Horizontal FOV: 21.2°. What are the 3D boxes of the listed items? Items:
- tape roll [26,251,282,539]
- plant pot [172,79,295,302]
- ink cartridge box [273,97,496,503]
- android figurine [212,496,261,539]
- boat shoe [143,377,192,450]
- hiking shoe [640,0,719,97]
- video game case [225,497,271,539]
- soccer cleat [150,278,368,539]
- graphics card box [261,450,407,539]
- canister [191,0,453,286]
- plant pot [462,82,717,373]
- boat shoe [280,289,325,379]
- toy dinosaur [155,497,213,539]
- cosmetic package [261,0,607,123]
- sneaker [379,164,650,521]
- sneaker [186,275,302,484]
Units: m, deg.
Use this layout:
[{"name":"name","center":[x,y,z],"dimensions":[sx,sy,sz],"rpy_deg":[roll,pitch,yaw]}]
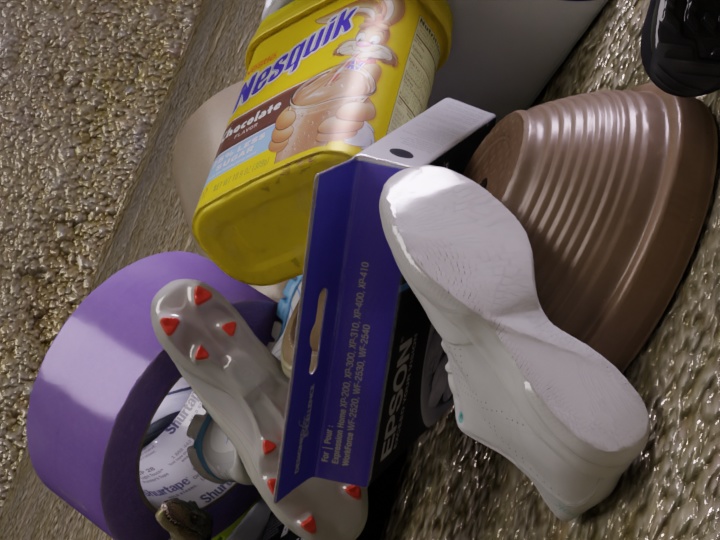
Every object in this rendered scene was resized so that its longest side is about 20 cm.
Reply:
[{"name":"tape roll","center":[-0.133,0.094,1.362],"dimensions":[0.085,0.200,0.201],"rpy_deg":[29,94,34]},{"name":"plant pot","center":[-0.048,-0.020,1.517],"dimensions":[0.188,0.186,0.201],"rpy_deg":[-54,32,36]},{"name":"ink cartridge box","center":[0.018,0.018,1.119],"dimensions":[0.200,0.043,0.200],"rpy_deg":[-35,-44,-61]},{"name":"android figurine","center":[-0.106,0.193,1.552],"dimensions":[0.183,0.041,0.200],"rpy_deg":[-61,7,-6]},{"name":"boat shoe","center":[-0.154,0.115,1.503],"dimensions":[0.200,0.066,0.074],"rpy_deg":[-16,-51,-58]},{"name":"hiking shoe","center":[0.195,-0.159,1.035],"dimensions":[0.201,0.075,0.101],"rpy_deg":[-62,2,-29]},{"name":"video game case","center":[-0.111,0.257,1.381],"dimensions":[0.183,0.023,0.200],"rpy_deg":[-64,-5,15]},{"name":"soccer cleat","center":[-0.062,0.089,1.229],"dimensions":[0.069,0.201,0.078],"rpy_deg":[-37,-3,-9]},{"name":"graphics card box","center":[-0.030,0.184,1.286],"dimensions":[0.125,0.051,0.201],"rpy_deg":[-41,25,58]},{"name":"canister","center":[-0.023,-0.096,1.248],"dimensions":[0.148,0.087,0.201],"rpy_deg":[-23,33,31]},{"name":"plant pot","center":[0.104,-0.024,1.064],"dimensions":[0.202,0.092,0.201],"rpy_deg":[-57,16,26]},{"name":"boat shoe","center":[0.000,0.000,1.235],"dimensions":[0.200,0.072,0.065],"rpy_deg":[-56,-30,-50]},{"name":"toy dinosaur","center":[-0.134,0.220,1.333],"dimensions":[0.088,0.047,0.200],"rpy_deg":[-42,-15,-19]},{"name":"cosmetic package","center":[0.059,-0.231,1.374],"dimensions":[0.167,0.199,0.168],"rpy_deg":[-54,16,34]},{"name":"sneaker","center":[0.062,0.039,0.981],"dimensions":[0.201,0.075,0.089],"rpy_deg":[57,146,27]},{"name":"sneaker","center":[-0.033,0.067,1.302],"dimensions":[0.201,0.075,0.087],"rpy_deg":[-56,22,-9]}]
